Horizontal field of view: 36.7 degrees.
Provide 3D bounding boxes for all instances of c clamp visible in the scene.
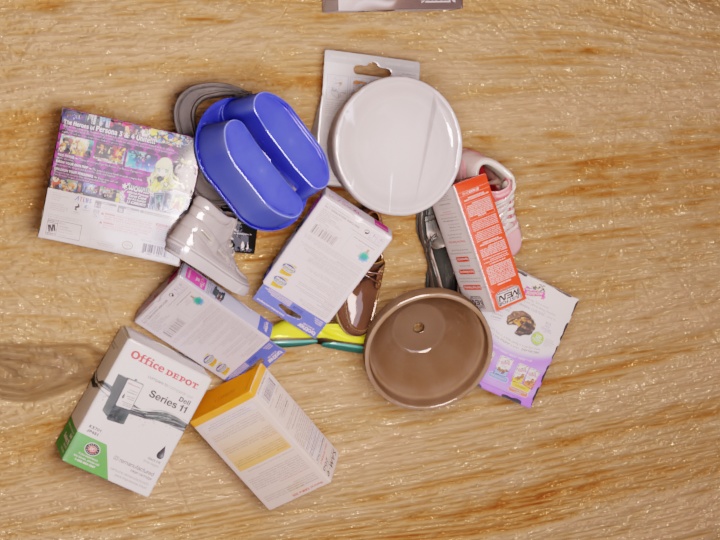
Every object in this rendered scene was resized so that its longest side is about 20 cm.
[{"bbox_3d":[-0.177,-0.178,1.558,0.170,0.027,0.202,-20,101,-14],"label":"c clamp"}]

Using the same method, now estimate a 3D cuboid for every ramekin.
[{"bbox_3d":[0.043,-0.183,1.601,0.201,0.094,0.204,-2,96,-20],"label":"ramekin"}]

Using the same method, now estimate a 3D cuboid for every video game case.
[{"bbox_3d":[-0.329,-0.114,1.502,0.198,0.036,0.183,11,95,-11],"label":"video game case"}]

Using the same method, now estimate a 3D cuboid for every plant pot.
[{"bbox_3d":[0.099,0.108,1.683,0.199,0.093,0.203,-3,114,-6],"label":"plant pot"}]

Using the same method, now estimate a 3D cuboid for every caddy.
[{"bbox_3d":[-0.140,-0.150,1.506,0.141,0.105,0.200,-48,110,-29],"label":"caddy"}]

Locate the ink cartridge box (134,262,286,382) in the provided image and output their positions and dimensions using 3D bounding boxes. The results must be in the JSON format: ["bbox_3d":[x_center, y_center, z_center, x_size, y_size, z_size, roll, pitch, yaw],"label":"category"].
[{"bbox_3d":[-0.218,0.085,1.600,0.200,0.042,0.119,38,122,-20],"label":"ink cartridge box"}]

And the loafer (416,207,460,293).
[{"bbox_3d":[0.135,-0.029,1.726,0.071,0.063,0.202,-11,103,-18],"label":"loafer"}]

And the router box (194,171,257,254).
[{"bbox_3d":[-0.245,-0.107,1.578,0.198,0.051,0.151,5,96,-21],"label":"router box"}]

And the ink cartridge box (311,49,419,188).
[{"bbox_3d":[0.005,-0.225,1.659,0.159,0.047,0.202,3,93,-20],"label":"ink cartridge box"}]

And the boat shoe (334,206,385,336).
[{"bbox_3d":[0.000,0.000,1.658,0.071,0.067,0.202,7,84,-25],"label":"boat shoe"}]

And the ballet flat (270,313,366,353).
[{"bbox_3d":[-0.065,0.090,1.681,0.198,0.067,0.068,5,77,-24],"label":"ballet flat"}]

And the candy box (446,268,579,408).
[{"bbox_3d":[0.240,0.100,1.784,0.167,0.071,0.201,25,91,-22],"label":"candy box"}]

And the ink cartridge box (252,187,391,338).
[{"bbox_3d":[-0.058,-0.009,1.596,0.119,0.042,0.201,32,109,-13],"label":"ink cartridge box"}]

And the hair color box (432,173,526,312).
[{"bbox_3d":[0.177,-0.040,1.659,0.061,0.101,0.202,-20,96,-19],"label":"hair color box"}]

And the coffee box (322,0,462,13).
[{"bbox_3d":[0.046,-0.441,1.610,0.198,0.080,0.116,-5,101,-19],"label":"coffee box"}]

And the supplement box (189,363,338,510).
[{"bbox_3d":[-0.143,0.253,1.641,0.125,0.074,0.200,-28,113,25],"label":"supplement box"}]

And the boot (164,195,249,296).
[{"bbox_3d":[-0.193,-0.034,1.527,0.096,0.073,0.200,-59,155,-6],"label":"boot"}]

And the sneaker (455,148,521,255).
[{"bbox_3d":[0.213,-0.099,1.722,0.075,0.105,0.201,-34,110,-13],"label":"sneaker"}]

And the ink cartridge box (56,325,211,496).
[{"bbox_3d":[-0.329,0.204,1.586,0.146,0.083,0.201,29,88,-22],"label":"ink cartridge box"}]
